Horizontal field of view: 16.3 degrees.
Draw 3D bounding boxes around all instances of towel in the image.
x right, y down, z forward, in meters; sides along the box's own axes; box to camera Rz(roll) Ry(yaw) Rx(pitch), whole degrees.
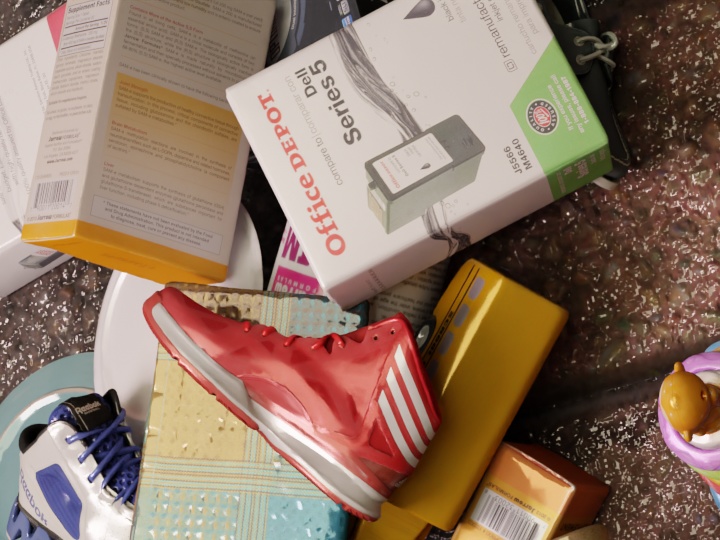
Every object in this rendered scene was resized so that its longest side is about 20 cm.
[{"bbox_3d":[-0.071,0.112,1.611,0.146,0.022,0.202,5,85,17],"label":"towel"}]

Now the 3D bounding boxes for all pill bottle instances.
[{"bbox_3d":[0.000,0.000,1.667,0.113,0.113,0.201,17,92,30],"label":"pill bottle"}]

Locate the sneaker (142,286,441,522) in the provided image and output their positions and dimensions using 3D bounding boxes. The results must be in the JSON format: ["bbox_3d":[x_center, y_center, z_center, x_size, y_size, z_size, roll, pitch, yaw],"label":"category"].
[{"bbox_3d":[-0.033,0.053,1.566,0.200,0.078,0.116,41,88,6],"label":"sneaker"}]

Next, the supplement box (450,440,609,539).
[{"bbox_3d":[0.083,0.213,1.619,0.069,0.066,0.201,31,99,26],"label":"supplement box"}]

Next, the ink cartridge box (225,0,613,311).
[{"bbox_3d":[0.037,-0.087,1.563,0.199,0.084,0.146,-28,78,2],"label":"ink cartridge box"}]

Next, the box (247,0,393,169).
[{"bbox_3d":[-0.055,-0.194,1.747,0.160,0.043,0.201,-28,70,38],"label":"box"}]

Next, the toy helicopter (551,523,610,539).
[{"bbox_3d":[0.060,0.198,1.521,0.199,0.132,0.079,-27,73,22],"label":"toy helicopter"}]

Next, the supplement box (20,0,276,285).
[{"bbox_3d":[-0.141,-0.101,1.676,0.073,0.126,0.201,-4,72,52],"label":"supplement box"}]

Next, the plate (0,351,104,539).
[{"bbox_3d":[-0.208,0.152,1.797,0.199,0.026,0.202,-10,68,24],"label":"plate"}]

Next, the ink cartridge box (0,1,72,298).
[{"bbox_3d":[-0.232,-0.088,1.830,0.199,0.085,0.146,-28,70,22],"label":"ink cartridge box"}]

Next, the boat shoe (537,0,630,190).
[{"bbox_3d":[0.133,-0.146,1.637,0.062,0.073,0.201,-36,62,25],"label":"boat shoe"}]

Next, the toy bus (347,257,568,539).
[{"bbox_3d":[0.053,0.095,1.606,0.201,0.065,0.078,-62,18,2],"label":"toy bus"}]

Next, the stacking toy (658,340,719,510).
[{"bbox_3d":[0.219,0.085,1.481,0.109,0.200,0.117,-11,79,28],"label":"stacking toy"}]

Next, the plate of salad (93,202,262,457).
[{"bbox_3d":[-0.121,0.039,1.739,0.200,0.048,0.201,-23,59,45],"label":"plate of salad"}]

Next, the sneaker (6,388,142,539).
[{"bbox_3d":[-0.167,0.146,1.681,0.199,0.080,0.116,16,120,36],"label":"sneaker"}]
